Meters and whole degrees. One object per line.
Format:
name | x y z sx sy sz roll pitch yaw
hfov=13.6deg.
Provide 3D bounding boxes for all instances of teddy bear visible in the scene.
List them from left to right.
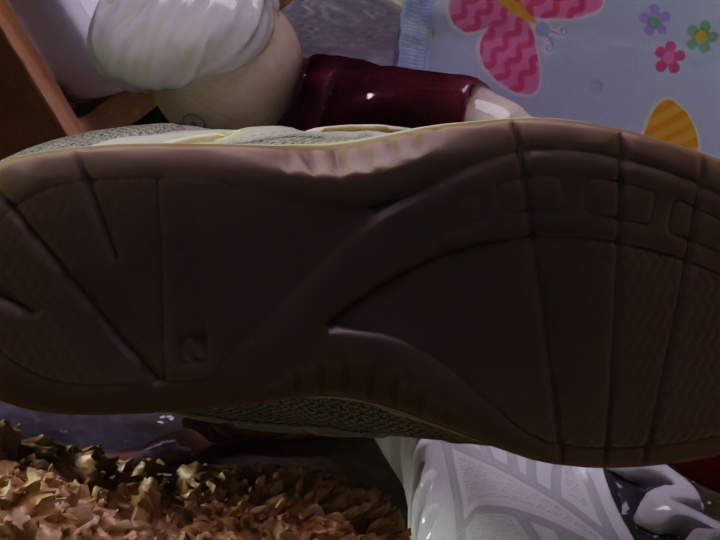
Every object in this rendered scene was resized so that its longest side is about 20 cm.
teddy bear | -0.089 0.068 0.632 0.200 0.067 0.145 17 -24 -31

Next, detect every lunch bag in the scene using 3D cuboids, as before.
lunch bag | 0.095 -0.063 0.934 0.169 0.128 0.200 5 4 1

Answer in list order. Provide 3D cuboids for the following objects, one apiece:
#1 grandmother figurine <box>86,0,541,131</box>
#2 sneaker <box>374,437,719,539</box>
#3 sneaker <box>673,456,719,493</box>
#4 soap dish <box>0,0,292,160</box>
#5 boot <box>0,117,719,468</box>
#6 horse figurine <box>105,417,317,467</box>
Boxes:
grandmother figurine | 0.019 -0.022 0.788 0.200 0.121 0.061 31 61 -12
sneaker | 0.039 0.069 0.709 0.081 0.075 0.200 -17 35 -19
sneaker | 0.117 0.050 0.675 0.200 0.071 0.113 -11 30 53
soap dish | -0.107 -0.124 0.989 0.081 0.158 0.200 -29 8 25
boot | 0.000 0.000 0.687 0.199 0.072 0.155 2 3 -9
horse figurine | -0.040 0.006 0.850 0.132 0.050 0.200 -7 27 -15
